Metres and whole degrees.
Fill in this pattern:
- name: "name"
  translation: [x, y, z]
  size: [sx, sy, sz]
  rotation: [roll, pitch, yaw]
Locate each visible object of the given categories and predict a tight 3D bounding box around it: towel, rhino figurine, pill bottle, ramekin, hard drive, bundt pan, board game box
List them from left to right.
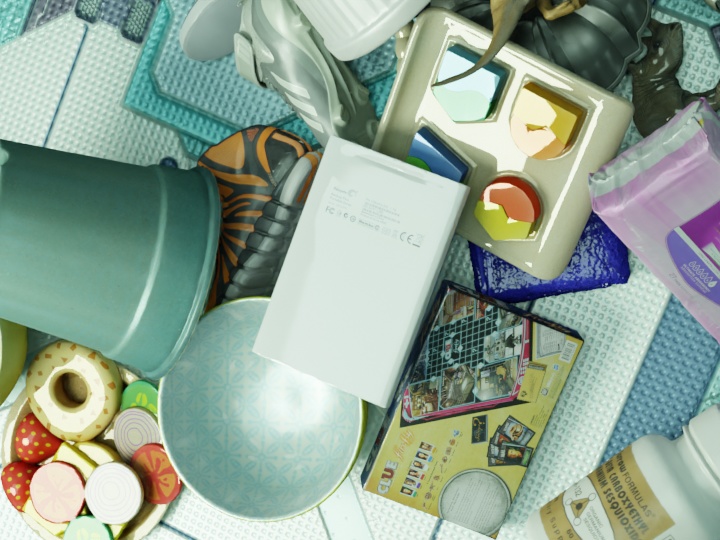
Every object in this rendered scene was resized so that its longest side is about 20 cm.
- name: "hard drive"
  translation: [0.000, 0.000, 1.349]
  size: [0.131, 0.025, 0.202]
  rotation: [21, 93, 15]
- name: "ramekin"
  translation: [0.015, -0.289, 1.348]
  size: [0.094, 0.203, 0.202]
  rotation: [40, 103, -20]
- name: "board game box"
  translation: [0.098, 0.125, 1.395]
  size: [0.134, 0.035, 0.201]
  rotation: [21, 101, -9]
- name: "bundt pan"
  translation: [0.148, -0.236, 1.357]
  size: [0.200, 0.076, 0.204]
  rotation: [-6, 73, 19]
- name: "towel"
  translation: [0.156, -0.075, 1.398]
  size: [0.146, 0.050, 0.202]
  rotation: [-11, 88, 17]
- name: "pill bottle"
  translation: [0.252, 0.207, 1.342]
  size: [0.199, 0.114, 0.115]
  rotation: [-37, 81, 13]
- name: "rhino figurine"
  translation: [0.284, -0.134, 1.355]
  size: [0.087, 0.060, 0.201]
  rotation: [-30, 80, 23]

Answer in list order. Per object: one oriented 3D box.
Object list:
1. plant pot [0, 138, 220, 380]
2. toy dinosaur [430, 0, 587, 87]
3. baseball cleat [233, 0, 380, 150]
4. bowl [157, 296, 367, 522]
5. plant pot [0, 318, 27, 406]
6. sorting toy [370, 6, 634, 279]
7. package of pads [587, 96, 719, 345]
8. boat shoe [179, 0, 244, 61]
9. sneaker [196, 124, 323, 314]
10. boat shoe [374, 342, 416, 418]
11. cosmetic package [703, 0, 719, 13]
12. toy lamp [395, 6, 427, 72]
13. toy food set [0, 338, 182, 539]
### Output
- name: "plant pot"
  translation: [-0.253, -0.022, 1.400]
  size: [0.195, 0.200, 0.202]
  rotation: [16, 97, -24]
- name: "toy dinosaur"
  translation: [0.128, -0.224, 1.291]
  size: [0.105, 0.060, 0.202]
  rotation: [-8, 55, 28]
- name: "baseball cleat"
  translation: [-0.051, -0.170, 1.451]
  size: [0.106, 0.070, 0.202]
  rotation: [-16, 100, 41]
- name: "bowl"
  translation: [-0.077, 0.123, 1.439]
  size: [0.198, 0.108, 0.202]
  rotation: [0, 91, 16]
- name: "plant pot"
  translation: [-0.403, 0.070, 1.514]
  size: [0.198, 0.142, 0.202]
  rotation: [0, 90, 16]
- name: "sorting toy"
  translation: [0.111, -0.104, 1.330]
  size: [0.199, 0.036, 0.186]
  rotation: [27, 123, 10]
- name: "package of pads"
  translation: [0.294, -0.036, 1.290]
  size: [0.120, 0.076, 0.200]
  rotation: [-33, 117, 28]
- name: "boat shoe"
  translation: [-0.104, -0.285, 1.467]
  size: [0.200, 0.073, 0.066]
  rotation: [-44, 50, 16]
- name: "sneaker"
  translation: [-0.114, -0.045, 1.473]
  size: [0.112, 0.077, 0.201]
  rotation: [33, 99, 24]
- name: "boat shoe"
  translation: [0.016, 0.067, 1.431]
  size: [0.072, 0.068, 0.201]
  rotation: [-26, 84, 14]
- name: "cosmetic package"
  translation: [0.266, -0.328, 1.350]
  size: [0.200, 0.073, 0.104]
  rotation: [43, 101, 11]
- name: "toy lamp"
  translation: [0.046, -0.152, 1.427]
  size: [0.058, 0.058, 0.202]
  rotation: [-4, 87, 16]
- name: "toy food set"
  translation: [-0.266, 0.182, 1.526]
  size: [0.197, 0.049, 0.201]
  rotation: [34, 99, 13]
